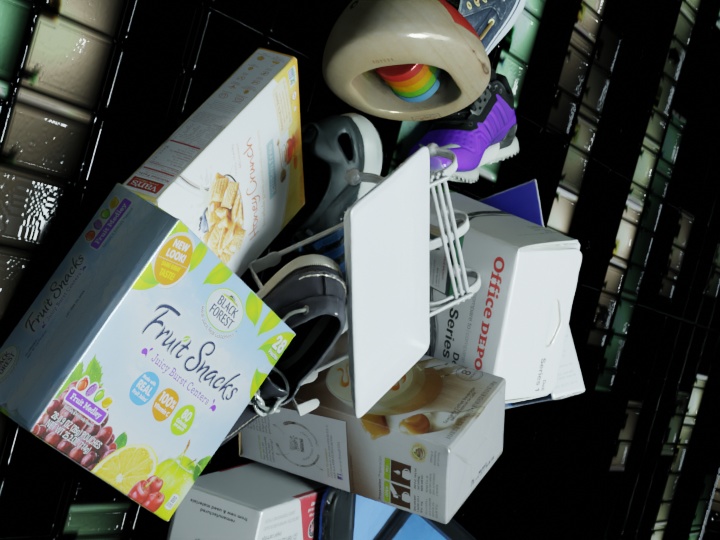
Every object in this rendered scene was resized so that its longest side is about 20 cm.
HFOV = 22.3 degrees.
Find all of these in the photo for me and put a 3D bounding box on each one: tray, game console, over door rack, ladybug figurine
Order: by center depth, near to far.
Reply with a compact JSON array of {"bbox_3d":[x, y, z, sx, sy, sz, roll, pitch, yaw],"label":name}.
[{"bbox_3d":[0.017,0.008,1.415,0.107,0.022,0.201,-41,141,-41],"label":"tray"},{"bbox_3d":[0.000,0.000,1.477,0.200,0.067,0.148,-34,135,-19],"label":"over door rack"},{"bbox_3d":[0.038,-0.181,1.516,0.200,0.135,0.072,47,37,-70],"label":"ladybug figurine"},{"bbox_3d":[0.051,0.233,1.612,0.200,0.118,0.172,-46,145,-55],"label":"game console"}]

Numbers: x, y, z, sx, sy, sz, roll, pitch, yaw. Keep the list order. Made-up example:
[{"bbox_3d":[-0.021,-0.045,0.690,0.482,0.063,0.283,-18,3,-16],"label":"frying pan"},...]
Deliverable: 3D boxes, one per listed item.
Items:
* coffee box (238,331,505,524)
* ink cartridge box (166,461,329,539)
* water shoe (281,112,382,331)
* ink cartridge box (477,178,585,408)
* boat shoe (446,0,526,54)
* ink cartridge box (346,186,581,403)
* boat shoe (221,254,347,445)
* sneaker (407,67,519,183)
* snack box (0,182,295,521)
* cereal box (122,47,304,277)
[{"bbox_3d":[0.009,0.124,1.536,0.114,0.199,0.080,-44,142,-50],"label":"coffee box"},{"bbox_3d":[-0.105,0.273,1.523,0.144,0.083,0.201,-4,109,-66],"label":"ink cartridge box"},{"bbox_3d":[-0.038,-0.036,1.527,0.079,0.071,0.201,-8,117,-35],"label":"water shoe"},{"bbox_3d":[0.120,0.032,1.719,0.043,0.198,0.201,-9,84,-28],"label":"ink cartridge box"},{"bbox_3d":[0.096,-0.241,1.663,0.201,0.071,0.091,-63,158,-20],"label":"boat shoe"},{"bbox_3d":[0.086,0.016,1.625,0.084,0.200,0.147,-5,110,-42],"label":"ink cartridge box"},{"bbox_3d":[-0.079,0.076,1.386,0.072,0.063,0.200,25,118,-33],"label":"boat shoe"},{"bbox_3d":[0.096,-0.146,1.742,0.200,0.069,0.100,-34,128,-62],"label":"sneaker"},{"bbox_3d":[-0.149,0.061,1.256,0.169,0.068,0.200,-55,150,-10],"label":"snack box"},{"bbox_3d":[-0.106,-0.055,1.366,0.200,0.039,0.144,-52,151,-42],"label":"cereal box"}]
